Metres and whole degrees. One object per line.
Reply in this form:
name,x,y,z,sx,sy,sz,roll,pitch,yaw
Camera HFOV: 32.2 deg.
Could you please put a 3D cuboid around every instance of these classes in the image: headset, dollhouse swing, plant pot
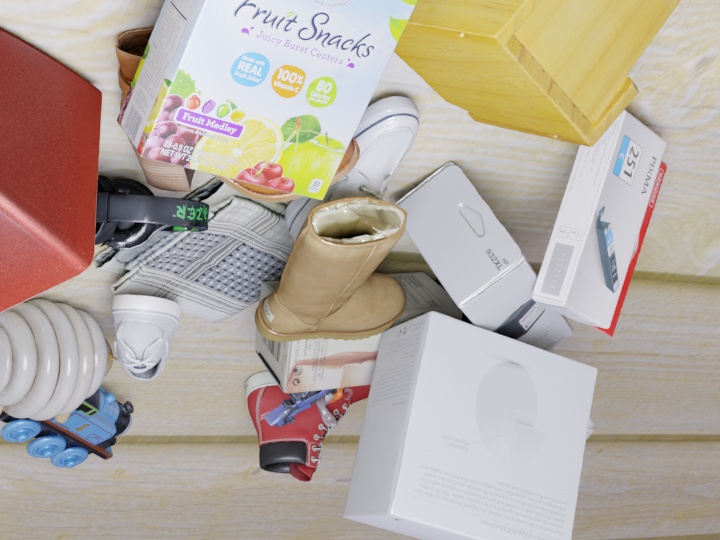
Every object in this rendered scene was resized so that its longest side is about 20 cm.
headset,-0.233,-0.039,1.119,0.199,0.095,0.123,4,179,22
dollhouse swing,0.147,-0.229,1.031,0.181,0.177,0.200,19,172,37
plant pot,-0.330,-0.086,0.938,0.199,0.201,0.176,-24,137,18

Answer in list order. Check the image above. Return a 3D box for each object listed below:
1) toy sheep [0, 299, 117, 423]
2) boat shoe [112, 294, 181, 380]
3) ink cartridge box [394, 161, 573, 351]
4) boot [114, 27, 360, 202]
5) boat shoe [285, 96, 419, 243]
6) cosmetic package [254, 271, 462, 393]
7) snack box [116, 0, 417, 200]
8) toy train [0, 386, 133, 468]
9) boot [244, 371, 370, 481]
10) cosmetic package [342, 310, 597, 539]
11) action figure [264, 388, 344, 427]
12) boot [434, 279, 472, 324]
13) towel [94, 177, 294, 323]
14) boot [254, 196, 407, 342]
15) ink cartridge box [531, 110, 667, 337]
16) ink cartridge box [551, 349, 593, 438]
toy sheep,-0.340,0.095,1.294,0.138,0.139,0.199,-35,161,33
boat shoe,-0.232,0.074,1.320,0.072,0.069,0.200,7,163,-12
ink cartridge box,0.128,0.001,1.293,0.084,0.145,0.200,-36,147,5
boot,-0.102,-0.133,1.031,0.199,0.074,0.155,-4,140,0
boat shoe,0.000,-0.077,1.174,0.073,0.067,0.200,2,145,-34
cosmetic package,-0.003,0.064,1.342,0.199,0.103,0.088,-3,116,-24
snack box,-0.066,-0.167,0.936,0.168,0.068,0.201,10,114,-37
toy train,-0.346,0.167,1.466,0.114,0.087,0.200,-25,149,8
boot,-0.038,0.193,1.576,0.199,0.145,0.073,-8,149,-12
cosmetic package,0.111,0.173,1.245,0.198,0.201,0.123,20,159,-19
action figure,-0.044,0.107,1.473,0.199,0.105,0.194,-34,149,-14
boot,0.111,0.130,1.477,0.073,0.205,0.154,-14,156,-16
towel,-0.145,-0.012,1.285,0.192,0.035,0.200,-29,146,27
boot,0.000,0.000,1.180,0.174,0.066,0.200,-13,157,-29
ink cartridge box,0.261,-0.041,1.257,0.045,0.201,0.176,14,174,42
ink cartridge box,0.183,0.144,1.514,0.084,0.201,0.145,-15,153,-22
